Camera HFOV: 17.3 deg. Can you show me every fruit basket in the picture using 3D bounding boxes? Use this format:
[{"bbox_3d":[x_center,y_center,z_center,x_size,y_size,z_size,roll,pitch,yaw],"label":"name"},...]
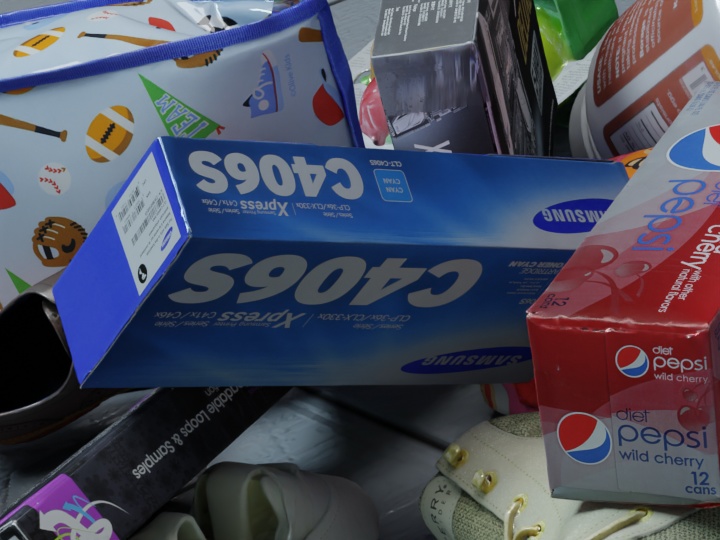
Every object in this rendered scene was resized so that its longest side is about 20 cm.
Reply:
[{"bbox_3d":[0.050,-0.098,1.324,0.184,0.094,0.200,10,45,45],"label":"fruit basket"}]

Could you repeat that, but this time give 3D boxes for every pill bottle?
[{"bbox_3d":[0.170,-0.089,1.082,0.111,0.113,0.200,-20,-7,-21],"label":"pill bottle"}]

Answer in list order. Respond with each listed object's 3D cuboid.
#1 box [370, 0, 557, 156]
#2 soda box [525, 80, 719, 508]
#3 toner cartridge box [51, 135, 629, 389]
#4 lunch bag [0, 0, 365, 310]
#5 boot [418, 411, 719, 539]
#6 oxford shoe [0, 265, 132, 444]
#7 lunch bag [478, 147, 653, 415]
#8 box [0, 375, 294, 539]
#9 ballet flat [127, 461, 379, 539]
[{"bbox_3d":[0.052,-0.088,1.106,0.049,0.159,0.201,-7,34,12],"label":"box"},{"bbox_3d":[0.123,0.001,0.817,0.063,0.071,0.200,3,28,25],"label":"soda box"},{"bbox_3d":[0.000,0.000,0.844,0.199,0.043,0.095,1,-33,-34],"label":"toner cartridge box"},{"bbox_3d":[-0.094,-0.043,1.113,0.198,0.171,0.124,-10,25,9],"label":"lunch bag"},{"bbox_3d":[0.060,0.106,0.786,0.199,0.073,0.154,-18,22,-30],"label":"boot"},{"bbox_3d":[-0.099,0.018,1.025,0.199,0.072,0.073,-34,-7,9],"label":"oxford shoe"},{"bbox_3d":[0.140,0.021,0.956,0.199,0.083,0.176,11,35,44],"label":"lunch bag"},{"bbox_3d":[-0.102,0.086,0.877,0.143,0.036,0.200,-37,3,38],"label":"box"},{"bbox_3d":[-0.050,0.108,0.847,0.069,0.070,0.200,1,24,29],"label":"ballet flat"}]
